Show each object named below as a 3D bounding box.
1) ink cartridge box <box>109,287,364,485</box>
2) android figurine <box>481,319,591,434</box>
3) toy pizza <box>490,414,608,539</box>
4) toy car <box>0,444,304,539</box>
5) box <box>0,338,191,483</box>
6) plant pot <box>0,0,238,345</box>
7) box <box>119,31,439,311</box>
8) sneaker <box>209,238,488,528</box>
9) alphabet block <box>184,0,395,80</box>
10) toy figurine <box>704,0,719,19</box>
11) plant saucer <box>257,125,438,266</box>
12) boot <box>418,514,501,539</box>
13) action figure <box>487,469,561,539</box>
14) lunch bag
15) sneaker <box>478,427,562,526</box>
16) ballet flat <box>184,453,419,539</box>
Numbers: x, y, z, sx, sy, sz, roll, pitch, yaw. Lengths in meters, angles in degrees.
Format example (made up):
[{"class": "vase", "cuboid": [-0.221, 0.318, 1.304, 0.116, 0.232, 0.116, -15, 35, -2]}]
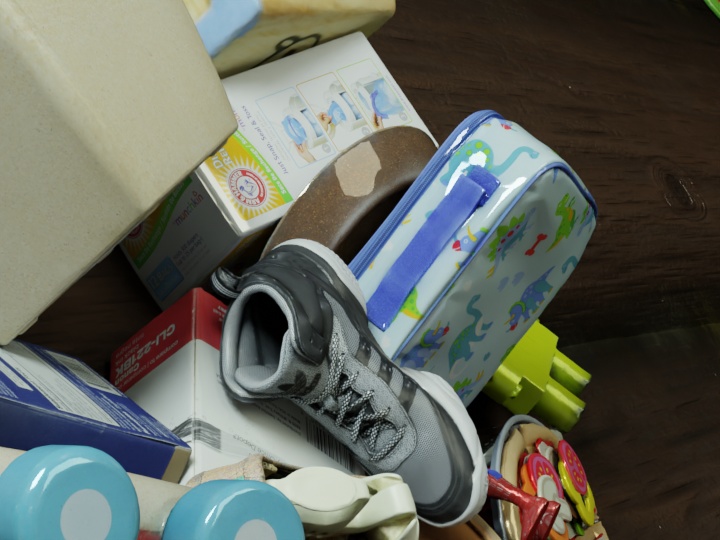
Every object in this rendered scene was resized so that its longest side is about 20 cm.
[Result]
[{"class": "ink cartridge box", "cuboid": [-0.070, 0.133, 1.043, 0.144, 0.084, 0.201, 37, 30, -31]}, {"class": "android figurine", "cuboid": [0.095, 0.045, 1.425, 0.200, 0.041, 0.182, 39, 21, -1]}, {"class": "toy pizza", "cuboid": [0.146, 0.194, 1.251, 0.200, 0.032, 0.201, 48, 32, -43]}, {"class": "toy car", "cuboid": [-0.145, 0.186, 0.817, 0.176, 0.184, 0.201, 17, 75, -38]}, {"class": "box", "cuboid": [-0.194, 0.058, 0.929, 0.200, 0.033, 0.121, 25, 5, -46]}, {"class": "plant pot", "cuboid": [-0.185, -0.084, 0.977, 0.177, 0.200, 0.200, 46, 27, -5]}, {"class": "box", "cuboid": [-0.064, -0.068, 1.206, 0.200, 0.112, 0.102, -26, 79, -44]}, {"class": "sneaker", "cuboid": [-0.014, 0.072, 1.036, 0.200, 0.075, 0.114, 53, 25, 12]}, {"class": "alphabet block", "cuboid": [-0.129, -0.201, 1.234, 0.197, 0.195, 0.200, 59, 28, 8]}, {"class": "toy figurine", "cuboid": [0.620, -0.461, 2.768, 0.150, 0.184, 0.201, 14, 47, -52]}, {"class": "plant saucer", "cuboid": [0.000, 0.000, 1.196, 0.034, 0.201, 0.200, 33, 17, 27]}, {"class": "boot", "cuboid": [0.031, 0.233, 1.044, 0.154, 0.074, 0.201, -18, 59, -17]}, {"class": "action figure", "cuboid": [0.028, 0.125, 1.168, 0.199, 0.052, 0.065, 27, 4, 21]}, {"class": "lunch bag", "cuboid": [0.061, 0.001, 1.166, 0.082, 0.200, 0.161, 38, 2, 24]}, {"class": "sneaker", "cuboid": [0.114, 0.164, 1.318, 0.200, 0.077, 0.085, -2, 64, -58]}, {"class": "ballet flat", "cuboid": [-0.010, 0.135, 0.968, 0.200, 0.067, 0.068, 16, 46, -52]}]
